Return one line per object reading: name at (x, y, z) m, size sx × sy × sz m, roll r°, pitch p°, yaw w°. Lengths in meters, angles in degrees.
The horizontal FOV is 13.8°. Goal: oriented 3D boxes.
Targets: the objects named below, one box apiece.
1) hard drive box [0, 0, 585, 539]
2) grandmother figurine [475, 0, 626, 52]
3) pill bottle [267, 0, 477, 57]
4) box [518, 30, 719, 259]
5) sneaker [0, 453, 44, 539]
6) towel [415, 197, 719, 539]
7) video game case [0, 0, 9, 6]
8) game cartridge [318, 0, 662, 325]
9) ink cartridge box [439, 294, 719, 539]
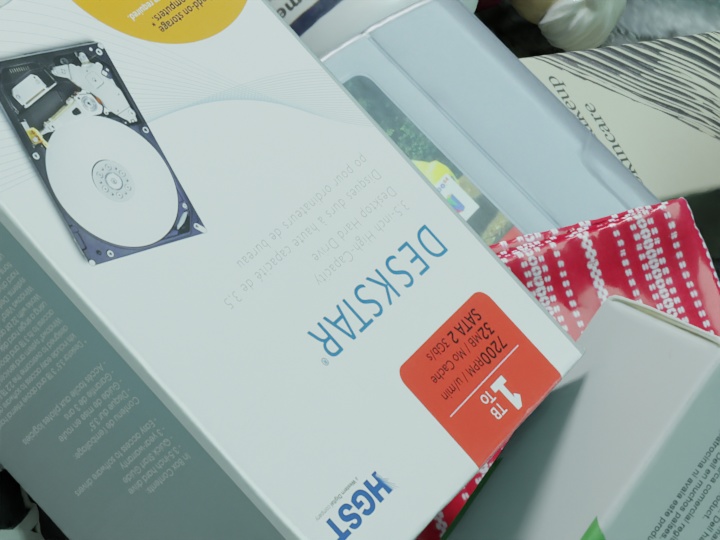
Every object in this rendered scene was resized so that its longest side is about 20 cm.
hard drive box at (-0.051, 0.005, 0.913) m, size 0.200 × 0.077 × 0.156 m, roll 47°, pitch 41°, yaw -1°
grandmother figurine at (0.034, -0.159, 1.281) m, size 0.199 × 0.061 × 0.122 m, roll 31°, pitch 83°, yaw -22°
pill bottle at (-0.025, -0.116, 1.147) m, size 0.200 × 0.111 × 0.111 m, roll 52°, pitch 37°, yaw 8°
box at (0.117, -0.047, 1.253) m, size 0.199 × 0.068 × 0.082 m, roll -13°, pitch 65°, yaw -49°
sneaker at (-0.119, 0.094, 0.896) m, size 0.201 × 0.072 × 0.072 m, roll 55°, pitch 36°, yaw 10°
towel at (0.049, 0.062, 1.009) m, size 0.199 × 0.022 × 0.145 m, roll -15°, pitch 78°, yaw -19°
video game case at (-0.130, -0.051, 1.004) m, size 0.142 × 0.018 × 0.201 m, roll 18°, pitch 44°, yaw 5°
game cartridge at (0.000, 0.000, 1.046) m, size 0.133 × 0.041 × 0.200 m, roll 43°, pitch 69°, yaw 2°
ink cartridge box at (0.126, 0.127, 0.967) m, size 0.200 × 0.146 × 0.084 m, roll 38°, pitch -5°, yaw -24°
